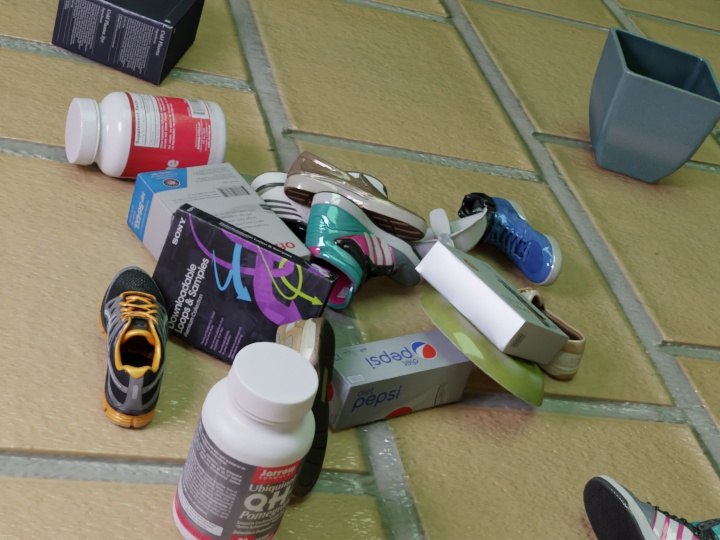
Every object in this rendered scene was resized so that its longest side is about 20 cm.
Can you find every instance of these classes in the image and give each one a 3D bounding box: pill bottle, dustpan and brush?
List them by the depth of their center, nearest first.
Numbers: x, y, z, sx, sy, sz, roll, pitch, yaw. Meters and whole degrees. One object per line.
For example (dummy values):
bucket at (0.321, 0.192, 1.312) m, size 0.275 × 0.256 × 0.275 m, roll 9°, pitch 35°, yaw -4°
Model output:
pill bottle at (-0.106, 0.169, 1.163) m, size 0.109 × 0.202 × 0.111 m, roll 14°, pitch 34°, yaw -10°
pill bottle at (-0.287, -0.179, 1.637) m, size 0.197 × 0.113 × 0.113 m, roll 2°, pitch 37°, yaw -27°
dustpan and brush at (0.113, -0.045, 1.650) m, size 0.138 × 0.058 × 0.201 m, roll -16°, pitch 27°, yaw 4°

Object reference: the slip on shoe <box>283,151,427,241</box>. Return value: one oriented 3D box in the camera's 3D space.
slip on shoe at (-0.002, -0.098, 1.615) m, size 0.197 × 0.076 × 0.061 m, roll 18°, pitch 68°, yaw 3°

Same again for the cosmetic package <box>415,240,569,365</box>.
cosmetic package at (0.166, 0.043, 1.513) m, size 0.151 × 0.052 × 0.200 m, roll 42°, pitch 9°, yaw 24°

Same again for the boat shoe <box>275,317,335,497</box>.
boat shoe at (-0.076, 0.147, 1.315) m, size 0.075 × 0.072 × 0.202 m, roll -4°, pitch 55°, yaw 19°

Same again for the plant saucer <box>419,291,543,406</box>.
plant saucer at (0.157, 0.088, 1.507) m, size 0.199 × 0.031 × 0.200 m, roll 39°, pitch 9°, yaw -7°

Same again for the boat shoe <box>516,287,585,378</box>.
boat shoe at (0.221, 0.058, 1.636) m, size 0.199 × 0.070 × 0.073 m, roll 38°, pitch 36°, yaw 23°

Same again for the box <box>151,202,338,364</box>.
box at (-0.142, 0.030, 1.394) m, size 0.198 × 0.144 × 0.036 m, roll 25°, pitch 16°, yaw 7°

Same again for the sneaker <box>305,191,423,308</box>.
sneaker at (0.000, 0.000, 1.573) m, size 0.199 × 0.083 × 0.122 m, roll 35°, pitch 62°, yaw -33°

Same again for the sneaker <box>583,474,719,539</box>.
sneaker at (0.348, 0.294, 1.356) m, size 0.120 × 0.084 × 0.201 m, roll -17°, pitch 57°, yaw -38°

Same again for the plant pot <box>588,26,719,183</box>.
plant pot at (0.499, -0.276, 2.156) m, size 0.193 × 0.202 × 0.197 m, roll 17°, pitch 33°, yaw -8°

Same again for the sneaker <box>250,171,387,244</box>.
sneaker at (-0.049, -0.073, 1.679) m, size 0.198 × 0.076 × 0.116 m, roll 0°, pitch 47°, yaw -18°

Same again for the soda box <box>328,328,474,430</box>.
soda box at (0.039, 0.125, 1.433) m, size 0.198 × 0.069 × 0.063 m, roll -8°, pitch 40°, yaw -39°

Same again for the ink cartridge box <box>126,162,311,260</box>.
ink cartridge box at (-0.179, -0.040, 1.528) m, size 0.145 × 0.085 × 0.200 m, roll -10°, pitch 45°, yaw -40°

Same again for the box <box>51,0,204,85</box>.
box at (-0.359, -0.403, 1.924) m, size 0.180 × 0.105 × 0.201 m, roll 21°, pitch 33°, yaw 0°

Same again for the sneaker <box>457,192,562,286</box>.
sneaker at (0.207, -0.048, 1.769) m, size 0.110 × 0.077 × 0.201 m, roll 11°, pitch 30°, yaw -27°

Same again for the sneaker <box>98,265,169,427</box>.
sneaker at (-0.239, 0.068, 1.318) m, size 0.077 × 0.078 × 0.202 m, roll 3°, pitch 48°, yaw -17°
